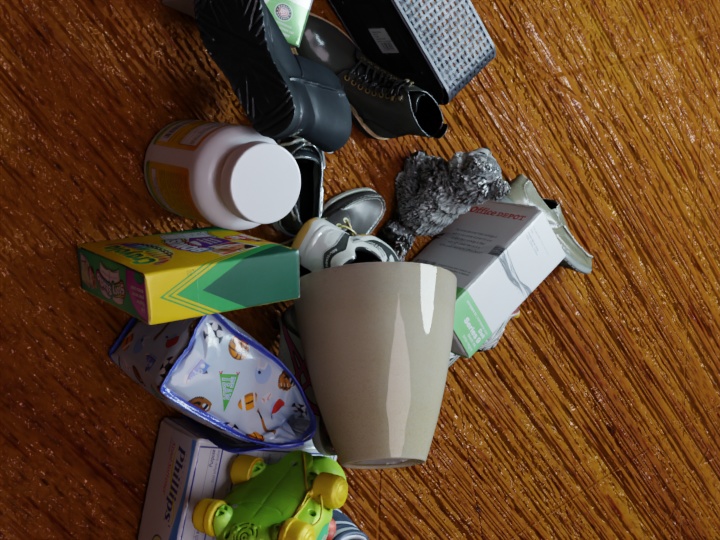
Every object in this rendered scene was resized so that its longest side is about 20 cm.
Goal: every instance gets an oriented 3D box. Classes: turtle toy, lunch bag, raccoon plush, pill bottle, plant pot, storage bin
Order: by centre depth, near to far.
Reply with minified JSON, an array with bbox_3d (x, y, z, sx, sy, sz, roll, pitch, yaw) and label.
[{"bbox_3d":[-0.147,-0.103,1.210,0.111,0.200,0.112,-7,103,-32],"label":"pill bottle"},{"bbox_3d":[0.019,0.112,1.232,0.187,0.187,0.201,10,70,-34],"label":"plant pot"},{"bbox_3d":[-0.081,0.267,1.238,0.200,0.145,0.101,-47,136,-47],"label":"turtle toy"},{"bbox_3d":[-0.159,0.123,1.263,0.200,0.170,0.124,37,81,-33],"label":"lunch bag"},{"bbox_3d":[0.054,-0.306,1.343,0.094,0.135,0.200,-44,119,-19],"label":"storage bin"},{"bbox_3d":[0.110,-0.068,1.424,0.096,0.134,0.201,19,88,-35],"label":"raccoon plush"}]

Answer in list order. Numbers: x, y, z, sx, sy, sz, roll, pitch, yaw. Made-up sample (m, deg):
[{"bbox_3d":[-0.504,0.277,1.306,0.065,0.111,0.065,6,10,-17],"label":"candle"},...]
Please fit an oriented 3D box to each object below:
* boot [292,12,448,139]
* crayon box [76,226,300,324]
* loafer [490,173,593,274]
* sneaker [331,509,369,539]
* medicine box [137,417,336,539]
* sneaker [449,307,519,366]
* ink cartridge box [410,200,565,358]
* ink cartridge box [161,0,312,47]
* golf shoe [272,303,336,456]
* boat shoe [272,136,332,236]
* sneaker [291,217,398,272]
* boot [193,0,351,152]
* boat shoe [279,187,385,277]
[{"bbox_3d":[0.011,-0.232,1.328,0.200,0.138,0.078,39,78,-31],"label":"boot"},{"bbox_3d":[-0.188,0.000,1.203,0.172,0.200,0.059,-8,103,-32],"label":"crayon box"},{"bbox_3d":[0.266,-0.063,1.565,0.200,0.075,0.070,38,82,-32],"label":"loafer"},{"bbox_3d":[-0.076,0.352,1.274,0.200,0.108,0.070,-40,118,-21],"label":"sneaker"},{"bbox_3d":[-0.147,0.281,1.341,0.199,0.103,0.183,10,94,-34],"label":"medicine box"},{"bbox_3d":[0.148,0.088,1.515,0.200,0.078,0.082,-41,120,-20],"label":"sneaker"},{"bbox_3d":[0.146,0.005,1.456,0.200,0.146,0.084,-43,118,-19],"label":"ink cartridge box"},{"bbox_3d":[-0.116,-0.368,1.250,0.146,0.084,0.201,18,89,-35],"label":"ink cartridge box"},{"bbox_3d":[-0.056,0.131,1.337,0.072,0.092,0.201,25,46,-47],"label":"golf shoe"},{"bbox_3d":[-0.073,-0.141,1.319,0.073,0.068,0.200,6,85,-29],"label":"boat shoe"},{"bbox_3d":[0.000,0.000,1.326,0.200,0.088,0.076,14,107,-58],"label":"sneaker"},{"bbox_3d":[-0.090,-0.223,1.209,0.201,0.076,0.168,65,18,7],"label":"boot"},{"bbox_3d":[-0.039,-0.033,1.379,0.201,0.060,0.072,-38,116,-22],"label":"boat shoe"}]
